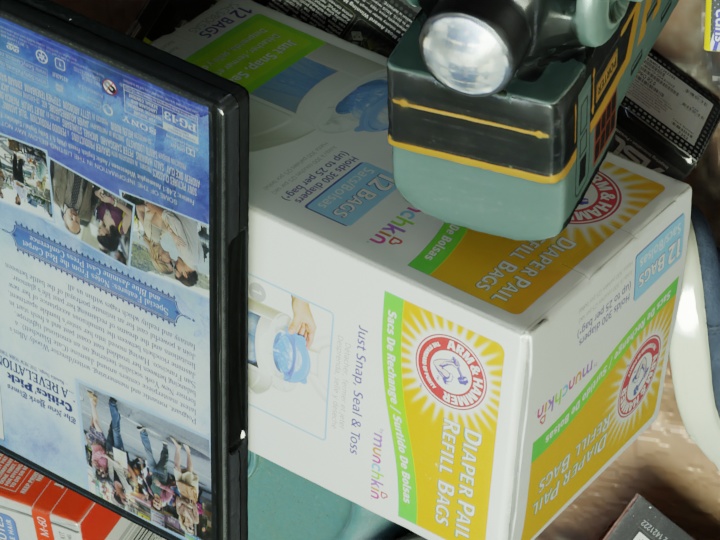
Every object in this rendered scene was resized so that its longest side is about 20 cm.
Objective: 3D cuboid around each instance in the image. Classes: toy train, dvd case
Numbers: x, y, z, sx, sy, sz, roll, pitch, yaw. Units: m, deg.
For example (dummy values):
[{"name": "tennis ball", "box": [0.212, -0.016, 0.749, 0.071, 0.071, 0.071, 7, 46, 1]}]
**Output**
[{"name": "toy train", "box": [0.065, -0.102, 0.920, 0.085, 0.200, 0.114, 14, 133, 16]}, {"name": "dvd case", "box": [-0.097, -0.002, 0.966, 0.142, 0.018, 0.201, 24, 134, 25]}]

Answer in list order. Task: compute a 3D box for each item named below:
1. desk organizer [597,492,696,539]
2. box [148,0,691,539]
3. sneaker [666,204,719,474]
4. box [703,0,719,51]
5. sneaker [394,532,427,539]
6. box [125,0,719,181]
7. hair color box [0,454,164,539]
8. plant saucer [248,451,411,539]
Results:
[{"name": "desk organizer", "box": [0.159, 0.184, 1.138, 0.200, 0.072, 0.077, 39, 164, 0]}, {"name": "box", "box": [0.000, 0.000, 0.984, 0.199, 0.112, 0.102, 25, 130, 27]}, {"name": "sneaker", "box": [0.162, 0.043, 1.051, 0.084, 0.075, 0.200, -17, 133, 11]}, {"name": "box", "box": [0.151, -0.169, 0.889, 0.070, 0.064, 0.201, 7, 108, 24]}, {"name": "sneaker", "box": [0.028, 0.172, 1.180, 0.087, 0.074, 0.200, 54, 141, 23]}, {"name": "box", "box": [0.010, -0.057, 1.069, 0.200, 0.044, 0.160, 35, 129, -2]}, {"name": "hair color box", "box": [-0.181, 0.094, 1.209, 0.199, 0.064, 0.111, 17, 138, 23]}, {"name": "plant saucer", "box": [-0.065, 0.057, 1.158, 0.199, 0.027, 0.201, 19, 139, 17]}]
